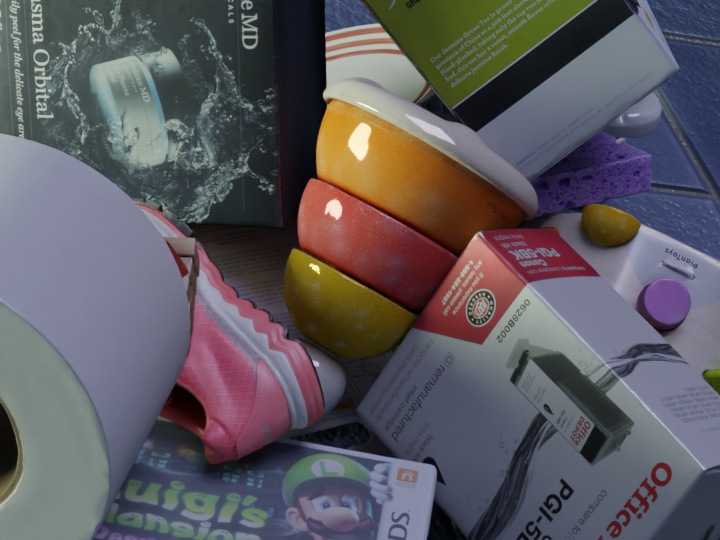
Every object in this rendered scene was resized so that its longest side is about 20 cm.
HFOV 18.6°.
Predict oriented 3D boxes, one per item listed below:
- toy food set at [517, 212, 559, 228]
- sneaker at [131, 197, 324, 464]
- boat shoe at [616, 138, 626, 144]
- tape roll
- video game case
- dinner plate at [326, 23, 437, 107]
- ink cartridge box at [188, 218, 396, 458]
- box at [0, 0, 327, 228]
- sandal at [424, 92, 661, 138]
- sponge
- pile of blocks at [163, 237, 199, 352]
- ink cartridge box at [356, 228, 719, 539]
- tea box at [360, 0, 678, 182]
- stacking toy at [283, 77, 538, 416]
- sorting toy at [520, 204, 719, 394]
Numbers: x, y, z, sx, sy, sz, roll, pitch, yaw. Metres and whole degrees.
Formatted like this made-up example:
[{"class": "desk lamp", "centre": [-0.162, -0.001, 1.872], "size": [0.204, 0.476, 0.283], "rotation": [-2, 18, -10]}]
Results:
[{"class": "toy food set", "centre": [0.052, -0.035, 1.532], "size": [0.197, 0.049, 0.200], "rotation": [11, 35, -13]}, {"class": "sneaker", "centre": [-0.112, 0.033, 1.262], "size": [0.087, 0.074, 0.200], "rotation": [-35, 60, -24]}, {"class": "boat shoe", "centre": [0.101, -0.109, 1.647], "size": [0.200, 0.066, 0.072], "rotation": [20, 32, 1]}, {"class": "tape roll", "centre": [-0.202, 0.048, 1.141], "size": [0.202, 0.203, 0.139], "rotation": [21, 33, 2]}, {"class": "video game case", "centre": [-0.065, 0.151, 1.197], "size": [0.199, 0.023, 0.182], "rotation": [10, 34, 2]}, {"class": "dinner plate", "centre": [-0.023, -0.124, 1.577], "size": [0.200, 0.024, 0.200], "rotation": [-12, 28, 7]}, {"class": "ink cartridge box", "centre": [-0.062, 0.052, 1.368], "size": [0.161, 0.050, 0.200], "rotation": [-10, 62, -38]}, {"class": "box", "centre": [-0.127, -0.136, 1.378], "size": [0.199, 0.197, 0.117], "rotation": [2, 15, 15]}, {"class": "sandal", "centre": [0.114, -0.107, 1.584], "size": [0.202, 0.050, 0.083], "rotation": [6, 31, 14]}, {"class": "sponge", "centre": [0.078, -0.060, 1.451], "size": [0.199, 0.030, 0.112], "rotation": [-11, 22, -19]}, {"class": "pile of blocks", "centre": [-0.179, -0.018, 1.223], "size": [0.200, 0.062, 0.082], "rotation": [24, 67, 12]}, {"class": "ink cartridge box", "centre": [0.114, 0.094, 1.265], "size": [0.083, 0.147, 0.200], "rotation": [-1, 41, -52]}, {"class": "tea box", "centre": [0.088, -0.192, 1.430], "size": [0.197, 0.134, 0.200], "rotation": [50, 13, -17]}, {"class": "stacking toy", "centre": [0.000, 0.000, 1.304], "size": [0.146, 0.200, 0.146], "rotation": [31, -4, 2]}, {"class": "sorting toy", "centre": [0.165, 0.073, 1.384], "size": [0.200, 0.107, 0.180], "rotation": [25, 64, -1]}]
